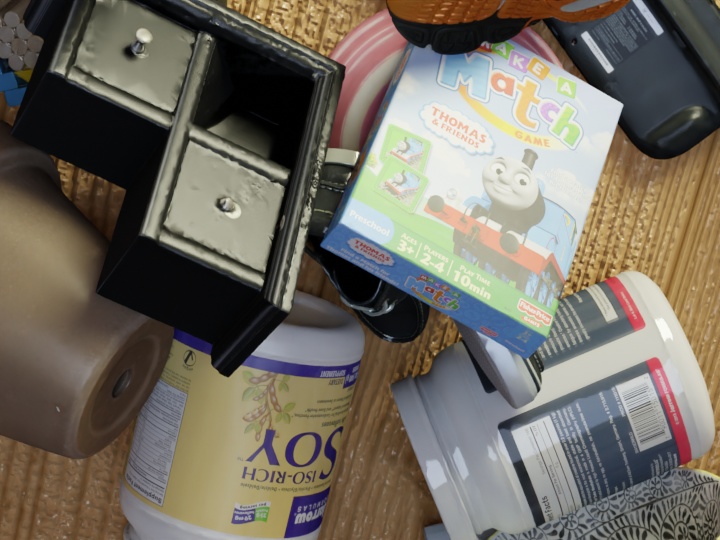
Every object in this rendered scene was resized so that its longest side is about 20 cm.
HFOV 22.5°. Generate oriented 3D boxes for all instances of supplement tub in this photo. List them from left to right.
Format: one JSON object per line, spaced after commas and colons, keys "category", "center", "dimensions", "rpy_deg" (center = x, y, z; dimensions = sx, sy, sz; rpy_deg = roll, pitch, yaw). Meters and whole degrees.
{"category": "supplement tub", "center": [-0.086, 0.116, 1.248], "dimensions": [0.144, 0.145, 0.202], "rpy_deg": [12, 101, -7]}
{"category": "supplement tub", "center": [0.134, 0.098, 1.265], "dimensions": [0.198, 0.140, 0.141], "rpy_deg": [-22, 103, 0]}

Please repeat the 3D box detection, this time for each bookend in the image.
{"category": "bookend", "center": [-0.129, -0.073, 1.115], "dimensions": [0.199, 0.200, 0.092], "rpy_deg": [25, 142, -17]}

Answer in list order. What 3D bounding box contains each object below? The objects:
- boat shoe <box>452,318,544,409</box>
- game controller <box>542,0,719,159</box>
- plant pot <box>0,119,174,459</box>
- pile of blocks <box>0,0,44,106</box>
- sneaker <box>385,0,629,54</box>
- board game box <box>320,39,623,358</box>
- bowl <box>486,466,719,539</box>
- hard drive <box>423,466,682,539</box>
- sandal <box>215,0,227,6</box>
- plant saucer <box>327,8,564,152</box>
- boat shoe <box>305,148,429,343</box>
{"category": "boat shoe", "center": [0.083, -0.010, 1.194], "dimensions": [0.070, 0.072, 0.201], "rpy_deg": [-23, 78, -6]}
{"category": "game controller", "center": [0.193, -0.176, 1.269], "dimensions": [0.104, 0.042, 0.201], "rpy_deg": [-34, 102, 18]}
{"category": "plant pot", "center": [-0.218, 0.028, 1.166], "dimensions": [0.174, 0.200, 0.202], "rpy_deg": [30, 99, 15]}
{"category": "pile of blocks", "center": [-0.249, -0.168, 1.222], "dimensions": [0.200, 0.062, 0.082], "rpy_deg": [39, 115, -7]}
{"category": "sneaker", "center": [0.095, -0.204, 1.178], "dimensions": [0.198, 0.076, 0.093], "rpy_deg": [-14, 72, -29]}
{"category": "board game box", "center": [0.076, -0.063, 1.165], "dimensions": [0.150, 0.037, 0.201], "rpy_deg": [28, 55, -9]}
{"category": "bowl", "center": [0.174, 0.224, 1.226], "dimensions": [0.199, 0.201, 0.095], "rpy_deg": [-24, 105, 1]}
{"category": "hard drive", "center": [0.157, 0.227, 1.314], "dimensions": [0.198, 0.027, 0.133], "rpy_deg": [-13, 64, -3]}
{"category": "sandal", "center": [-0.129, -0.155, 1.231], "dimensions": [0.077, 0.070, 0.213], "rpy_deg": [3, 125, -3]}
{"category": "plant saucer", "center": [0.058, -0.089, 1.265], "dimensions": [0.198, 0.051, 0.203], "rpy_deg": [-1, 101, -5]}
{"category": "boat shoe", "center": [0.000, 0.000, 1.225], "dimensions": [0.071, 0.200, 0.068], "rpy_deg": [-2, 58, 16]}
